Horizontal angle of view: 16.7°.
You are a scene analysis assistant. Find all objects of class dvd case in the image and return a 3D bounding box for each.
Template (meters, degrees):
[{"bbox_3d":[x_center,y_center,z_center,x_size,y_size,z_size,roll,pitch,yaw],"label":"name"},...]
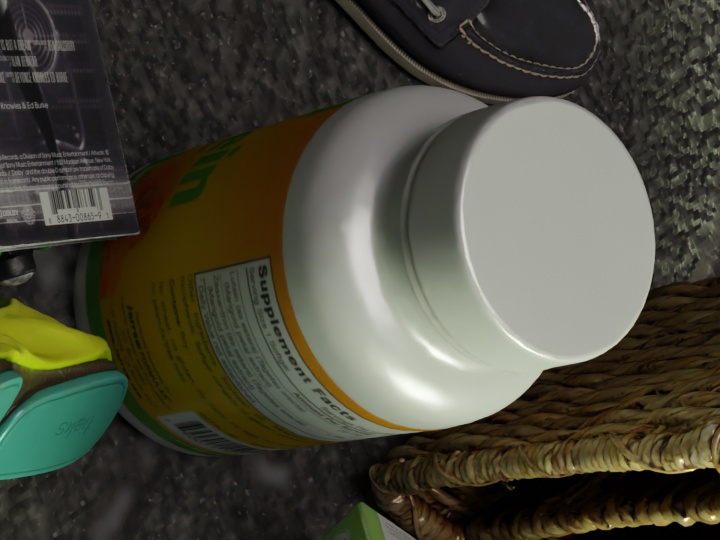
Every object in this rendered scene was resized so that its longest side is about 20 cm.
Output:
[{"bbox_3d":[-0.135,-0.103,0.763,0.148,0.016,0.201,-8,86,-60],"label":"dvd case"}]

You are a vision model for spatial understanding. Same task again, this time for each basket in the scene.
[{"bbox_3d":[0.128,0.091,0.907,0.149,0.199,0.143,-36,106,-38],"label":"basket"}]

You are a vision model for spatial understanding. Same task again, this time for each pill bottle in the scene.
[{"bbox_3d":[0.000,0.000,0.820,0.111,0.200,0.112,7,78,-37],"label":"pill bottle"}]

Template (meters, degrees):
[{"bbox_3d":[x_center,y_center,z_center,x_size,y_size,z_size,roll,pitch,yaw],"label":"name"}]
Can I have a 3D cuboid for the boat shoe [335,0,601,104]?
[{"bbox_3d":[0.030,-0.125,0.952,0.200,0.063,0.073,31,65,-31],"label":"boat shoe"}]

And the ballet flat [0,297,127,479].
[{"bbox_3d":[-0.130,0.037,0.749,0.067,0.200,0.067,37,98,8],"label":"ballet flat"}]

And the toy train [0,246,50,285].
[{"bbox_3d":[-0.148,-0.090,0.811,0.042,0.056,0.201,-17,93,-54],"label":"toy train"}]

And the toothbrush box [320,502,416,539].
[{"bbox_3d":[0.039,0.196,0.822,0.145,0.200,0.086,37,107,-28],"label":"toothbrush box"}]
